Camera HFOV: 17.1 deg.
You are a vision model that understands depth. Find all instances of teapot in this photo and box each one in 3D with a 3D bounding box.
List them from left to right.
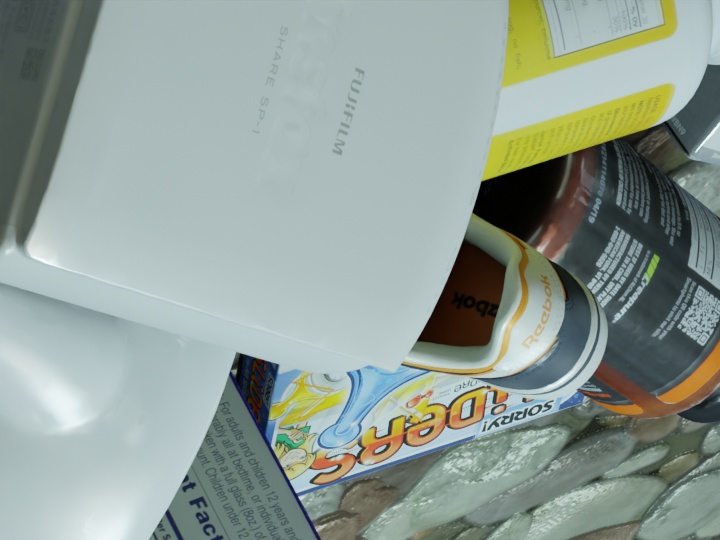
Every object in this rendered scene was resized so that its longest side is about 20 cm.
[{"bbox_3d":[-0.144,0.034,0.881,0.145,0.198,0.200,29,120,-15],"label":"teapot"}]

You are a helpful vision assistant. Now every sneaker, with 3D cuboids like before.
[{"bbox_3d":[0.000,0.000,0.987,0.079,0.199,0.079,34,68,-58],"label":"sneaker"}]

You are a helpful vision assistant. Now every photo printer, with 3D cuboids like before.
[{"bbox_3d":[-0.034,-0.057,0.790,0.199,0.069,0.168,20,84,-44],"label":"photo printer"}]

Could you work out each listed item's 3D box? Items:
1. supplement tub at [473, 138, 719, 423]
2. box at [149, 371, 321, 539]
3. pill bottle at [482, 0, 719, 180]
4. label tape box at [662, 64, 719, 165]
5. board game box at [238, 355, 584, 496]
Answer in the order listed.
[{"bbox_3d":[0.112,0.001,1.098,0.107,0.107,0.200,-41,132,17],"label":"supplement tub"},{"bbox_3d":[-0.121,0.153,1.077,0.199,0.184,0.105,-19,146,-17],"label":"box"},{"bbox_3d":[0.068,-0.101,0.951,0.199,0.112,0.112,-18,146,-20],"label":"pill bottle"},{"bbox_3d":[0.239,-0.131,1.099,0.144,0.063,0.200,8,132,-46],"label":"label tape box"},{"bbox_3d":[0.034,0.042,1.196,0.199,0.035,0.136,-17,146,-22],"label":"board game box"}]
